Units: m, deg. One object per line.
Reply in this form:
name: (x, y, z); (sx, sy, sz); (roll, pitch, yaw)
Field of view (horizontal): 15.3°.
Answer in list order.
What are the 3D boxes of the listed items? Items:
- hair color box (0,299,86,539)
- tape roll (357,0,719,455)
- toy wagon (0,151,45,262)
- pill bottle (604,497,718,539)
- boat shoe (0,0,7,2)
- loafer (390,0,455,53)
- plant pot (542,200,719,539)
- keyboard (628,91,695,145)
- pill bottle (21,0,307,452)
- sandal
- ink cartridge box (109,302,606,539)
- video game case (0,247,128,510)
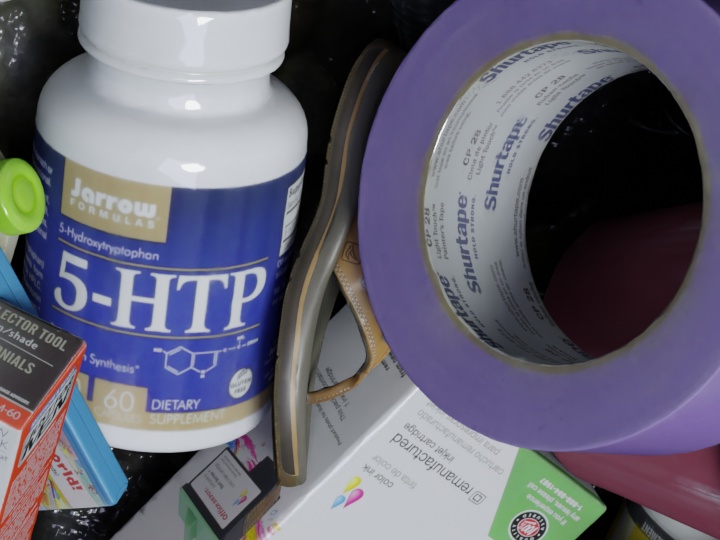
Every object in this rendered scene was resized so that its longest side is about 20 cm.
hair color box: (-0.195, 0.088, 1.143); (0.110, 0.064, 0.201); (26, 133, 6)
tape roll: (0.102, -0.024, 1.103); (0.085, 0.200, 0.201); (7, 120, -55)
toy wagon: (-0.209, -0.029, 1.155); (0.154, 0.040, 0.201); (-12, 124, 29)
pill bottle: (0.152, 0.202, 1.347); (0.111, 0.112, 0.201); (16, 111, -20)
boat shoe: (-0.215, -0.162, 1.104); (0.199, 0.069, 0.072); (31, 106, -24)
loafer: (0.112, -0.121, 1.207); (0.199, 0.073, 0.073); (-6, 127, 0)
plant pot: (0.186, 0.044, 1.218); (0.199, 0.178, 0.201); (-9, 102, -49)
keyboard: (0.199, -0.076, 1.218); (0.104, 0.040, 0.200); (-44, 141, 22)
pill bottle: (-0.085, -0.034, 1.170); (0.119, 0.120, 0.201); (1, 115, -14)
sandal: (0.000, 0.000, 1.180); (0.054, 0.082, 0.201); (16, 85, 4)
ink cartridge box: (-0.008, 0.127, 1.275); (0.200, 0.084, 0.145); (-45, 129, 10)
video game case: (-0.214, 0.050, 1.177); (0.199, 0.018, 0.144); (-6, 124, 31)
